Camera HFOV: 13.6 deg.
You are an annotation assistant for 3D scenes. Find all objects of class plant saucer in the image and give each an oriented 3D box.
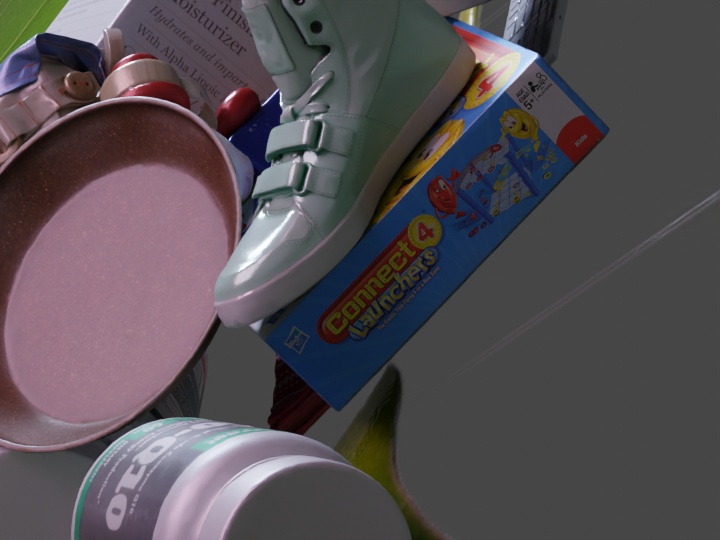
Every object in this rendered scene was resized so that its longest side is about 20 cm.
[{"bbox_3d":[-0.135,0.006,1.573,0.200,0.037,0.201,-16,59,29],"label":"plant saucer"}]

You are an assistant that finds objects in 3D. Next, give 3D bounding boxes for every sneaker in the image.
[{"bbox_3d":[-0.149,-0.024,1.671,0.199,0.075,0.081,-18,1,13],"label":"sneaker"},{"bbox_3d":[-0.039,-0.074,1.478,0.074,0.118,0.201,-11,39,57],"label":"sneaker"}]

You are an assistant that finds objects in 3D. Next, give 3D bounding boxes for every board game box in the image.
[{"bbox_3d":[0.014,-0.037,1.562,0.196,0.056,0.200,-46,18,-2],"label":"board game box"}]

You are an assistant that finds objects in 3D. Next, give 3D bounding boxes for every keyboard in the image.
[{"bbox_3d":[0.102,-0.160,1.720,0.056,0.011,0.200,-40,21,33],"label":"keyboard"}]

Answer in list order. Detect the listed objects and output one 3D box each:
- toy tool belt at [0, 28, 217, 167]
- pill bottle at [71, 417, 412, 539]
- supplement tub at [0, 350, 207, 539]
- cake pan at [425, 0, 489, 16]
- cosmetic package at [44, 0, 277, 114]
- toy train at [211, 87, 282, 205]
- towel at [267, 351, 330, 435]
[{"bbox_3d":[-0.180,-0.084,1.741,0.200,0.125,0.123,-45,49,32],"label":"toy tool belt"},{"bbox_3d":[-0.055,0.128,1.392,0.113,0.113,0.200,-56,19,-13],"label":"pill bottle"},{"bbox_3d":[-0.162,0.093,1.679,0.140,0.140,0.200,-44,19,25],"label":"supplement tub"},{"bbox_3d":[0.088,-0.190,1.650,0.200,0.037,0.200,-25,13,6],"label":"cake pan"},{"bbox_3d":[-0.079,-0.156,1.903,0.200,0.165,0.165,-56,18,-13],"label":"cosmetic package"},{"bbox_3d":[-0.015,-0.091,1.786,0.200,0.085,0.116,-48,-10,-35],"label":"toy train"},{"bbox_3d":[0.000,0.000,1.650,0.145,0.022,0.200,-45,19,19],"label":"towel"}]
